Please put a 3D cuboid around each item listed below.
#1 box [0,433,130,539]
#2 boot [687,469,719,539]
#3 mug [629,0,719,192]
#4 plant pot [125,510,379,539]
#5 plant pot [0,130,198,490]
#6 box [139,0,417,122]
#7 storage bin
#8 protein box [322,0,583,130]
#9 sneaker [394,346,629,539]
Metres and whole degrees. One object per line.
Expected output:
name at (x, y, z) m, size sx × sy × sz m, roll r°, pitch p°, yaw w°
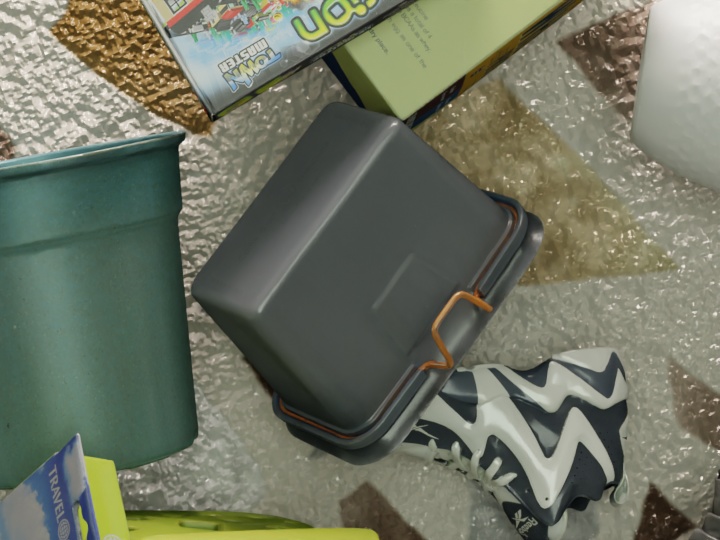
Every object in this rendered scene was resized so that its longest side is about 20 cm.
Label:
box at (-0.191, 0.195, 1.475) m, size 0.048 × 0.200 × 0.122 m, roll 11°, pitch 50°, yaw -40°
boot at (0.211, 0.183, 1.609) m, size 0.200 × 0.070 × 0.132 m, roll 17°, pitch 99°, yaw -1°
mug at (0.271, -0.136, 1.653) m, size 0.175 × 0.148 × 0.200 m, roll 9°, pitch 55°, yaw 4°
plant pot at (-0.092, 0.245, 1.538) m, size 0.200 × 0.181 × 0.200 m, roll 3°, pitch 84°, yaw -36°
plant pot at (-0.190, 0.026, 1.585) m, size 0.200 × 0.200 × 0.197 m, roll -11°, pitch 94°, yaw -4°
box at (-0.033, -0.188, 1.545) m, size 0.200 × 0.035 × 0.110 m, roll -31°, pitch 88°, yaw -4°
storage bin at (0.000, 0.000, 1.582) m, size 0.134 × 0.145 × 0.200 m, roll 44°, pitch 76°, yaw -34°
protein box at (0.043, -0.223, 1.636) m, size 0.200 × 0.135 × 0.199 m, roll -37°, pitch 88°, yaw -4°
sneaker at (0.084, 0.129, 1.642) m, size 0.199 × 0.079 × 0.130 m, roll -8°, pitch 78°, yaw -14°
